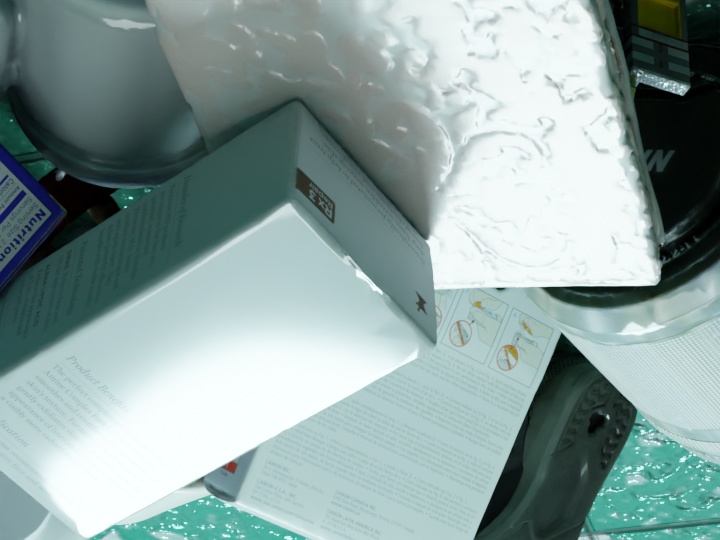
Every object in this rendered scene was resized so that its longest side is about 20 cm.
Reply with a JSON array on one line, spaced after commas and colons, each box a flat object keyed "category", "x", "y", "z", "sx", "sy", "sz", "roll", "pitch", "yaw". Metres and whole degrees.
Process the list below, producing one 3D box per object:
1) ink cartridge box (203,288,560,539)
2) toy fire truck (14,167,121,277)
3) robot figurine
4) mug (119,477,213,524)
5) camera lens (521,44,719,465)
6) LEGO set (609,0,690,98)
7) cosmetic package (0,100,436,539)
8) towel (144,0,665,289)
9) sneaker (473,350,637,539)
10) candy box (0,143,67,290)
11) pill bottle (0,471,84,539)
[{"category": "ink cartridge box", "x": 0.020, "y": 0.061, "z": 1.089, "sx": 0.162, "sy": 0.201, "sz": 0.050, "roll": 27, "pitch": 171, "yaw": -32}, {"category": "toy fire truck", "x": -0.101, "y": -0.014, "z": 0.963, "sx": 0.167, "sy": 0.200, "sz": 0.113, "roll": -27, "pitch": 101, "yaw": 32}, {"category": "robot figurine", "x": -0.103, "y": -0.115, "z": 0.877, "sx": 0.168, "sy": 0.113, "sz": 0.201, "roll": -15, "pitch": 150, "yaw": -21}, {"category": "mug", "x": -0.118, "y": 0.089, "z": 1.148, "sx": 0.186, "sy": 0.150, "sz": 0.153, "roll": 30, "pitch": 148, "yaw": -11}, {"category": "camera lens", "x": 0.179, "y": -0.003, "z": 0.971, "sx": 0.159, "sy": 0.161, "sz": 0.200, "roll": -18, "pitch": 140, "yaw": 28}, {"category": "LEGO set", "x": 0.096, "y": -0.134, "z": 0.828, "sx": 0.153, "sy": 0.117, "sz": 0.200, "roll": 20, "pitch": 142, "yaw": -22}, {"category": "cosmetic package", "x": -0.074, "y": 0.025, "z": 0.824, "sx": 0.199, "sy": 0.074, "sz": 0.102, "roll": -30, "pitch": 124, "yaw": 22}, {"category": "towel", "x": 0.019, "y": -0.067, "z": 0.798, "sx": 0.189, "sy": 0.032, "sz": 0.201, "roll": -1, "pitch": 137, "yaw": 19}, {"category": "sneaker", "x": 0.083, "y": 0.136, "z": 1.184, "sx": 0.076, "sy": 0.201, "sz": 0.114, "roll": 27, "pitch": -179, "yaw": -30}, {"category": "candy box", "x": -0.244, "y": -0.079, "z": 0.868, "sx": 0.200, "sy": 0.077, "sz": 0.169, "roll": 49, "pitch": 167, "yaw": -29}, {"category": "pill bottle", "x": -0.200, "y": 0.131, "z": 1.026, "sx": 0.110, "sy": 0.112, "sz": 0.200, "roll": 10, "pitch": 162, "yaw": -9}]
